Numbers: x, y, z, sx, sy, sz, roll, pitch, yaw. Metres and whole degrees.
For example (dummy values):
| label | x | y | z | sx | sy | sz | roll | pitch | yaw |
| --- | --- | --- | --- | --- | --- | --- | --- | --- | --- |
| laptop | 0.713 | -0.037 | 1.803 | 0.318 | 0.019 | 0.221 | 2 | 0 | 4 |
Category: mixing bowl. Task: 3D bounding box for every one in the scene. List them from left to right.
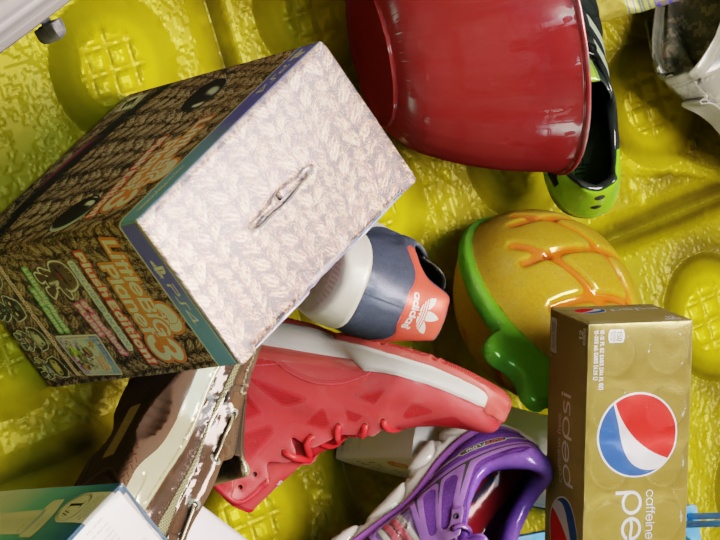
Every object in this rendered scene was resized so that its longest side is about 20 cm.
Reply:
| label | x | y | z | sx | sy | sz | roll | pitch | yaw |
| --- | --- | --- | --- | --- | --- | --- | --- | --- | --- |
| mixing bowl | 0.055 | -0.146 | 1.641 | 0.108 | 0.200 | 0.201 | -12 | 92 | -12 |

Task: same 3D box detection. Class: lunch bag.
| label | x | y | z | sx | sy | sz | roll | pitch | yaw |
| --- | --- | --- | --- | --- | --- | --- | --- | --- | --- |
| lunch bag | 0.284 | -0.159 | 1.838 | 0.164 | 0.117 | 0.200 | 37 | 60 | -28 |

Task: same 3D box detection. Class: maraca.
| label | x | y | z | sx | sy | sz | roll | pitch | yaw |
| --- | --- | --- | --- | --- | --- | --- | --- | --- | --- |
| maraca | 0.117 | 0.035 | 1.670 | 0.137 | 0.107 | 0.200 | 28 | 29 | -18 |

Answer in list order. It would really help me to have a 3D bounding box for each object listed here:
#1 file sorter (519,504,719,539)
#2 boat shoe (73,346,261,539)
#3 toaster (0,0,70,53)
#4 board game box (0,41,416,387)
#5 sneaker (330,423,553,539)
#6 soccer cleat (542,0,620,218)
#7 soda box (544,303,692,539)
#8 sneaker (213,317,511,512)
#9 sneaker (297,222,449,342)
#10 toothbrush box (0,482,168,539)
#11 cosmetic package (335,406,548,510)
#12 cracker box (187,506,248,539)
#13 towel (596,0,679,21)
| label | x | y | z | sx | sy | sz | roll | pitch | yaw |
| --- | --- | --- | --- | --- | --- | --- | --- | --- | --- |
| file sorter | 0.183 | 0.229 | 1.714 | 0.200 | 0.123 | 0.139 | -6 | 87 | -36 |
| boat shoe | -0.095 | 0.092 | 1.501 | 0.075 | 0.075 | 0.203 | 44 | 57 | -22 |
| toaster | -0.233 | -0.203 | 1.465 | 0.129 | 0.113 | 0.200 | -35 | 103 | -38 |
| board game box | -0.099 | -0.028 | 1.486 | 0.159 | 0.200 | 0.097 | -47 | 112 | -31 |
| sneaker | 0.036 | 0.169 | 1.556 | 0.081 | 0.083 | 0.200 | 44 | 76 | -28 |
| soccer cleat | 0.131 | -0.133 | 1.707 | 0.067 | 0.081 | 0.201 | -11 | 80 | -9 |
| soda box | 0.149 | 0.123 | 1.566 | 0.068 | 0.064 | 0.201 | -2 | 99 | -17 |
| sneaker | -0.018 | 0.094 | 1.571 | 0.078 | 0.199 | 0.116 | 31 | 74 | -73 |
| sneaker | 0.000 | 0.000 | 1.564 | 0.084 | 0.200 | 0.075 | 20 | 103 | -16 |
| toothbrush box | -0.195 | 0.190 | 1.390 | 0.146 | 0.200 | 0.085 | -48 | 113 | -31 |
| cosmetic package | 0.089 | 0.115 | 1.683 | 0.200 | 0.082 | 0.051 | 16 | 75 | -33 |
| cracker box | -0.092 | 0.223 | 1.551 | 0.200 | 0.058 | 0.134 | 39 | 63 | -26 |
| towel | 0.184 | -0.243 | 1.758 | 0.023 | 0.199 | 0.144 | -16 | 93 | -81 |
